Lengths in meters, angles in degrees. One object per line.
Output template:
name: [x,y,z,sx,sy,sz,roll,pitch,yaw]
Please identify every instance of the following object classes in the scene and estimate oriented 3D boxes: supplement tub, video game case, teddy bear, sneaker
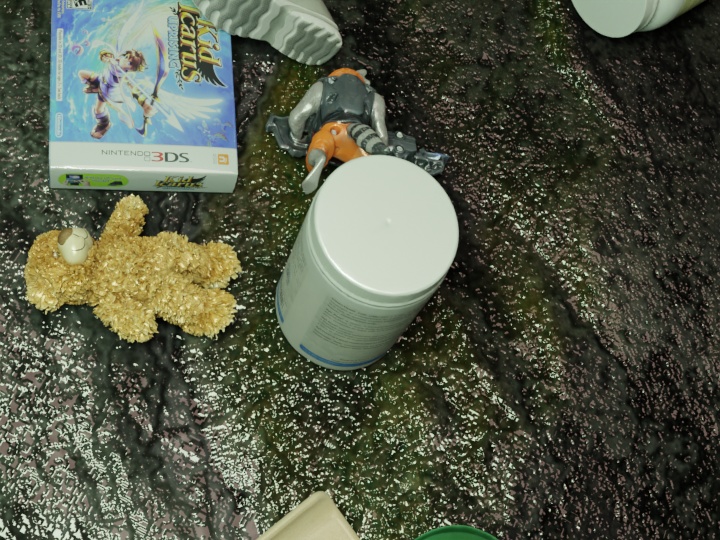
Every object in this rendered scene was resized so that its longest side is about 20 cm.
supplement tub: [0.000,0.000,0.956,0.130,0.200,0.134,6,67,-13]
supplement tub: [0.349,-0.366,1.233,0.199,0.145,0.146,-31,79,-24]
video game case: [-0.215,-0.178,1.057,0.178,0.046,0.203,1,68,-16]
teddy bear: [-0.204,0.000,0.975,0.198,0.067,0.147,25,62,-5]
sneaker: [-0.106,-0.283,1.093,0.199,0.074,0.083,27,39,-44]

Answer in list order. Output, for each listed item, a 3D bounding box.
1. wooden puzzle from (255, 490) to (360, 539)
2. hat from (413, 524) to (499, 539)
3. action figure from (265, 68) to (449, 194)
wooden puzzle: [-0.045,0.322,0.907,0.184,0.037,0.201,-34,85,-25]
hat: [0.137,0.272,0.880,0.197,0.176,0.168,-9,69,-32]
action figure: [0.013,-0.134,1.060,0.197,0.106,0.195,6,42,-18]
